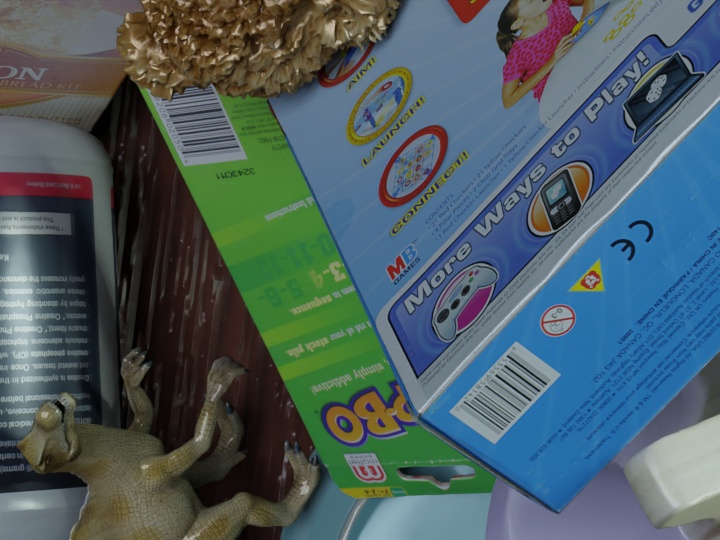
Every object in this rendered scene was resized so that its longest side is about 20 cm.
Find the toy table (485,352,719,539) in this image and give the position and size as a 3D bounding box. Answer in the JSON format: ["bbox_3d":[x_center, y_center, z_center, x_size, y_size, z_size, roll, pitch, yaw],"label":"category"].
[{"bbox_3d":[0.141,0.045,0.674,0.200,0.117,0.184,-33,80,-27],"label":"toy table"}]

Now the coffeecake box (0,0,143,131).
[{"bbox_3d":[-0.146,-0.128,0.837,0.200,0.153,0.073,135,135,-59],"label":"coffeecake box"}]

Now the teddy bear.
[{"bbox_3d":[-0.040,-0.154,0.721,0.145,0.067,0.200,14,67,6],"label":"teddy bear"}]

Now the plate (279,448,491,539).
[{"bbox_3d":[0.054,0.127,0.872,0.200,0.026,0.201,-1,87,21],"label":"plate"}]

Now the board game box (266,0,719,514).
[{"bbox_3d":[0.075,-0.065,0.647,0.200,0.056,0.196,-47,29,13],"label":"board game box"}]

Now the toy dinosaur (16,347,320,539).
[{"bbox_3d":[-0.068,0.098,0.880,0.058,0.200,0.101,17,56,47],"label":"toy dinosaur"}]

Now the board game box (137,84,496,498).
[{"bbox_3d":[0.000,0.000,0.819,0.095,0.030,0.200,-5,122,31],"label":"board game box"}]

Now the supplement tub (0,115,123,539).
[{"bbox_3d":[-0.163,0.045,0.899,0.140,0.140,0.201,-4,86,21],"label":"supplement tub"}]
